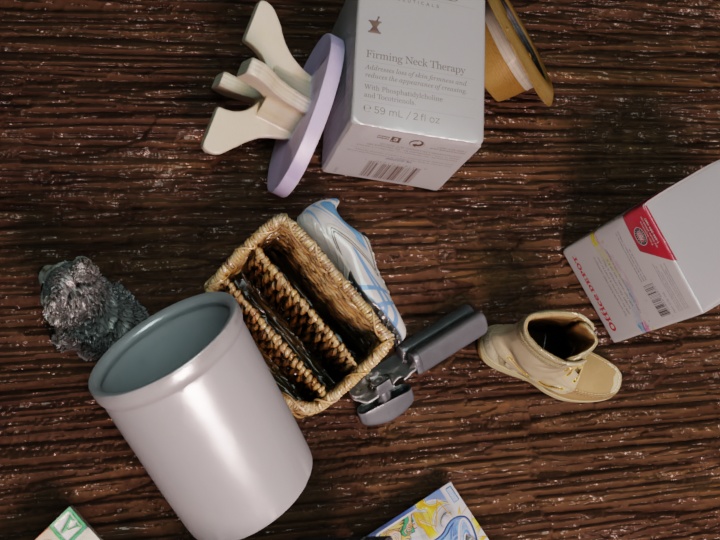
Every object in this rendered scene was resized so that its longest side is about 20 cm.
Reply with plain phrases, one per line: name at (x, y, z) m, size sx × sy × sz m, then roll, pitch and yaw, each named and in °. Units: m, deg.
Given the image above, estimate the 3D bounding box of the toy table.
toy table at (-0.106, -0.205, 1.077) m, size 0.115 × 0.183 × 0.204 m, roll 22°, pitch 75°, yaw -22°

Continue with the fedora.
fedora at (0.182, -0.292, 1.197) m, size 0.081 × 0.200 × 0.204 m, roll -29°, pitch 85°, yaw 20°

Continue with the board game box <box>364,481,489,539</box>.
board game box at (0.103, 0.363, 1.028) m, size 0.134 × 0.035 × 0.201 m, roll -27°, pitch 65°, yaw -21°

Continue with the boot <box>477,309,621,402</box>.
boot at (0.258, 0.105, 1.103) m, size 0.196 × 0.155 × 0.074 m, roll 22°, pitch 72°, yaw -9°

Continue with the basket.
basket at (-0.084, 0.063, 1.025) m, size 0.142 × 0.149 × 0.201 m, roll -41°, pitch 90°, yaw -20°

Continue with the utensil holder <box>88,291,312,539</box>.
utensil holder at (-0.159, 0.154, 0.940) m, size 0.169 × 0.169 × 0.203 m, roll -34°, pitch 113°, yaw -20°

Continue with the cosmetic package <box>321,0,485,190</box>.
cosmetic package at (0.051, -0.231, 1.122) m, size 0.164 × 0.166 × 0.205 m, roll 6°, pitch 74°, yaw -13°

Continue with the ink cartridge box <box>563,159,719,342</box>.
ink cartridge box at (0.385, -0.019, 1.146) m, size 0.143 × 0.200 × 0.147 m, roll -28°, pitch 86°, yaw -22°

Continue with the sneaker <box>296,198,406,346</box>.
sneaker at (0.000, 0.000, 1.106) m, size 0.072 × 0.072 × 0.202 m, roll -35°, pitch 91°, yaw -27°

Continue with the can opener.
can opener at (0.073, 0.118, 1.116) m, size 0.198 × 0.053 × 0.068 m, roll -29°, pitch 118°, yaw -20°

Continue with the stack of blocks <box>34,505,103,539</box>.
stack of blocks at (-0.263, 0.344, 0.957) m, size 0.115 × 0.059 × 0.200 m, roll -43°, pitch 90°, yaw -20°

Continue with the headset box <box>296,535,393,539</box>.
headset box at (-0.058, 0.356, 0.920) m, size 0.198 × 0.173 × 0.094 m, roll -28°, pitch 94°, yaw -42°

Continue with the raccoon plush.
raccoon plush at (-0.260, 0.050, 0.987) m, size 0.196 × 0.134 × 0.099 m, roll 18°, pitch 72°, yaw -10°
